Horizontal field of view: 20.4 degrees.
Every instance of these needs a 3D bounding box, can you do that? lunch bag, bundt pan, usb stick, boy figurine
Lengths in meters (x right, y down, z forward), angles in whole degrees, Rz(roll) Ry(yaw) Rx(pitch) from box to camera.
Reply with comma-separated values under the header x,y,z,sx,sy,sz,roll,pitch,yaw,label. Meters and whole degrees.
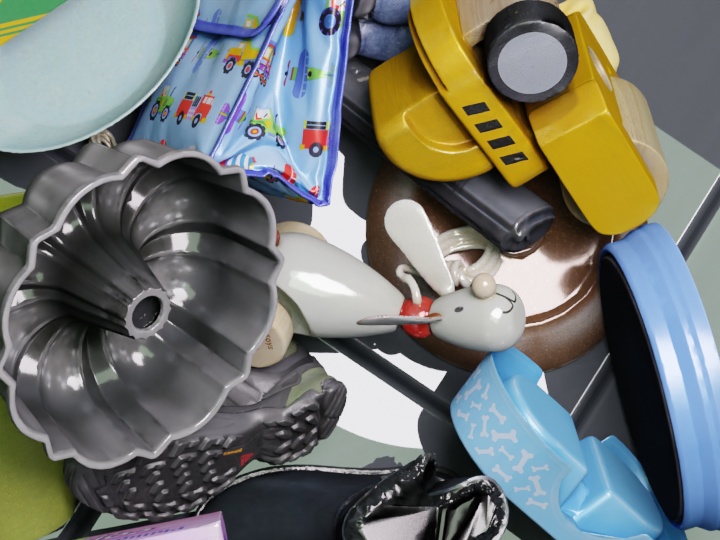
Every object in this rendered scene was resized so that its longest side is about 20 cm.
x,y,z,sx,sy,sz,roll,pitch,yaw,label
-0.061,-0.155,1.292,0.093,0.150,0.202,16,90,-27,lunch bag
-0.146,0.011,1.184,0.076,0.202,0.202,31,80,41,bundt pan
0.045,-0.080,1.335,0.200,0.033,0.055,39,42,24,usb stick
0.084,-0.169,1.352,0.198,0.125,0.065,4,45,-15,boy figurine

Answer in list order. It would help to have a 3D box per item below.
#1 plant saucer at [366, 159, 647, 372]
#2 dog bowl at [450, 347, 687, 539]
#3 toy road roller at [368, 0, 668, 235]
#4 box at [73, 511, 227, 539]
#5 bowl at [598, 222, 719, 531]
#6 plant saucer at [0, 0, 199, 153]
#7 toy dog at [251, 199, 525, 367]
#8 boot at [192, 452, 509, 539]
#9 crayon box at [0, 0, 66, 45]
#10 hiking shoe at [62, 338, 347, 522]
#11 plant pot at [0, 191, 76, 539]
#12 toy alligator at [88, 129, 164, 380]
x,y,z,sx,sy,sz,roll,pitch,yaw,label
0.104,-0.029,1.374,0.198,0.037,0.203,0,85,-4,plant saucer
0.135,0.132,1.308,0.050,0.112,0.200,-41,116,17,dog bowl
0.094,-0.102,1.285,0.145,0.123,0.200,-29,123,17,toy road roller
-0.152,0.265,1.225,0.174,0.097,0.202,-11,88,-4,box
0.197,0.072,1.288,0.039,0.201,0.203,-14,86,-2,bowl
-0.190,-0.156,1.331,0.199,0.039,0.203,-10,59,17,plant saucer
0.000,0.000,1.277,0.198,0.097,0.133,-10,43,3,toy dog
-0.013,0.160,1.279,0.198,0.168,0.077,-6,85,-5,boot
-0.268,-0.202,1.324,0.199,0.051,0.127,-35,55,-7,crayon box
-0.112,0.094,1.308,0.199,0.076,0.101,-16,47,-29,hiking shoe
-0.250,0.072,1.277,0.185,0.187,0.202,-15,103,-6,plant pot
-0.166,-0.002,1.327,0.059,0.054,0.201,17,44,-41,toy alligator
